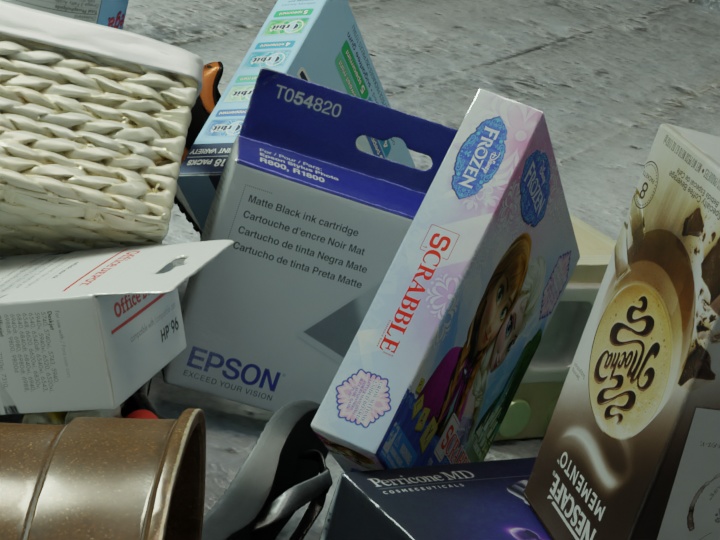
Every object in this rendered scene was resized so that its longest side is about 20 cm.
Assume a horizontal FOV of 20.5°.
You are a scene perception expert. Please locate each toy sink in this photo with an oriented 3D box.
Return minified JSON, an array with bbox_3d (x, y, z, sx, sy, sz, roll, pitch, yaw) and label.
[{"bbox_3d":[0.109,0.036,1.344,0.112,0.131,0.200,-1,26,-38],"label":"toy sink"}]

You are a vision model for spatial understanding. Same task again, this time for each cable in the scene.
[{"bbox_3d":[-0.135,0.074,1.167,0.097,0.051,0.200,9,20,1],"label":"cable"}]

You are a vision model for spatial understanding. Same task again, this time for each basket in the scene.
[{"bbox_3d":[-0.208,-0.071,1.193,0.199,0.136,0.124,13,61,-15],"label":"basket"}]

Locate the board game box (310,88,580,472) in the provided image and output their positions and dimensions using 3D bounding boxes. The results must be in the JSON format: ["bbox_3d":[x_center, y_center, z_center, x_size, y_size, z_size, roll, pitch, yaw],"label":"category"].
[{"bbox_3d":[0.054,0.033,1.085,0.041,0.200,0.200,22,-15,19],"label":"board game box"}]

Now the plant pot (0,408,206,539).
[{"bbox_3d":[-0.172,0.142,0.775,0.197,0.201,0.200,7,19,1],"label":"plant pot"}]

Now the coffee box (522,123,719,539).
[{"bbox_3d":[0.157,0.049,0.919,0.079,0.201,0.113,12,18,-20],"label":"coffee box"}]

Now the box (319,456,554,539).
[{"bbox_3d":[0.086,0.183,0.959,0.148,0.105,0.200,-1,26,-37],"label":"box"}]

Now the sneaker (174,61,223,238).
[{"bbox_3d":[-0.073,-0.053,1.380,0.200,0.090,0.070,52,5,-19],"label":"sneaker"}]

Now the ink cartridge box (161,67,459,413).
[{"bbox_3d":[0.000,0.000,1.224,0.199,0.201,0.041,16,9,-12],"label":"ink cartridge box"}]

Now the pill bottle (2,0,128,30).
[{"bbox_3d":[-0.206,-0.178,1.299,0.108,0.201,0.109,13,20,-5],"label":"pill bottle"}]

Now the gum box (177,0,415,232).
[{"bbox_3d":[-0.038,-0.068,1.341,0.044,0.170,0.200,0,44,27],"label":"gum box"}]

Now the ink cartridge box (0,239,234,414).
[{"bbox_3d":[-0.175,0.033,1.121,0.199,0.068,0.116,-4,14,17],"label":"ink cartridge box"}]

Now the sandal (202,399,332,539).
[{"bbox_3d":[-0.050,0.137,1.041,0.043,0.076,0.200,17,30,12],"label":"sandal"}]
